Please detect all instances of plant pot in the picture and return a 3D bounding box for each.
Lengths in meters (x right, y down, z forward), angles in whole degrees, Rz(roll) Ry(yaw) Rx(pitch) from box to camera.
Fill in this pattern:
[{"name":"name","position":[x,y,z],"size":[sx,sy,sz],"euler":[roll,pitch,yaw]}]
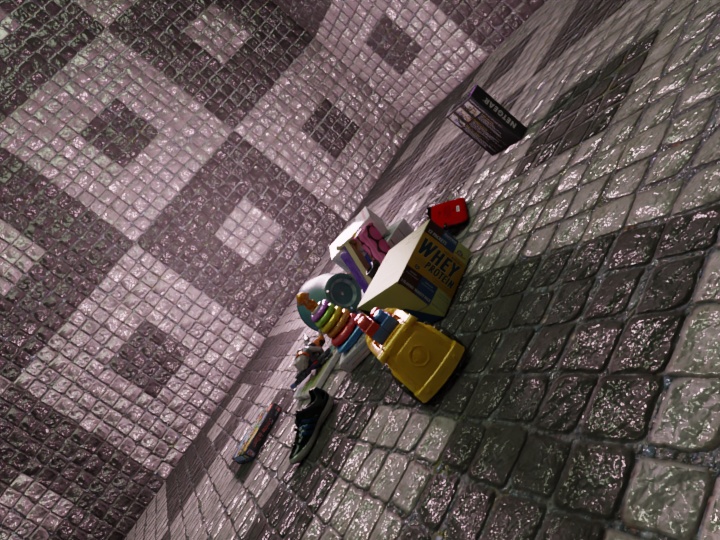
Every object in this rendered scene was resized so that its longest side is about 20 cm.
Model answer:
[{"name":"plant pot","position":[-0.092,0.094,1.767],"size":[0.200,0.200,0.188],"euler":[-58,12,-28]}]

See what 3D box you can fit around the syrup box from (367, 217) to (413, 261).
[{"name":"syrup box","position":[0.108,-0.086,1.756],"size":[0.079,0.082,0.200],"euler":[-29,16,38]}]

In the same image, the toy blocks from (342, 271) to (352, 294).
[{"name":"toy blocks","position":[-0.052,0.052,2.086],"size":[0.137,0.100,0.200],"euler":[-59,5,33]}]

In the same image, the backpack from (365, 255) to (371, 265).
[{"name":"backpack","position":[0.030,-0.083,1.976],"size":[0.168,0.163,0.200],"euler":[-35,3,11]}]

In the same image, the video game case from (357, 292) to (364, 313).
[{"name":"video game case","position":[0.063,0.042,1.769],"size":[0.200,0.024,0.182],"euler":[-49,11,18]}]

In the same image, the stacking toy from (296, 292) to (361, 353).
[{"name":"stacking toy","position":[-0.096,0.126,1.449],"size":[0.116,0.200,0.110],"euler":[-53,11,5]}]

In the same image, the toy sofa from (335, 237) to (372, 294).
[{"name":"toy sofa","position":[0.000,0.000,1.659],"size":[0.097,0.200,0.083],"euler":[-37,-14,22]}]

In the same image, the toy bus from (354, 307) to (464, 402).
[{"name":"toy bus","position":[0.072,0.133,0.993],"size":[0.136,0.192,0.200],"euler":[-54,9,-3]}]

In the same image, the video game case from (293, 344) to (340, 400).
[{"name":"video game case","position":[-0.130,0.321,1.680],"size":[0.200,0.023,0.182],"euler":[-57,11,-28]}]

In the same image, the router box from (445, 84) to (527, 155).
[{"name":"router box","position":[0.372,-0.442,1.562],"size":[0.051,0.200,0.149],"euler":[-58,13,-17]}]

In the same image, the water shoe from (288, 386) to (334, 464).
[{"name":"water shoe","position":[-0.145,0.395,1.347],"size":[0.071,0.079,0.200],"euler":[-37,19,55]}]

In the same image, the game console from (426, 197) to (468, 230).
[{"name":"game console","position":[0.241,-0.111,1.533],"size":[0.172,0.119,0.200],"euler":[-16,23,15]}]

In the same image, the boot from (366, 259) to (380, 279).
[{"name":"boot","position":[0.072,0.040,1.446],"size":[0.070,0.132,0.200],"euler":[-50,11,4]}]

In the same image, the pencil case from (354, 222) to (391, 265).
[{"name":"pencil case","position":[0.060,-0.051,1.612],"size":[0.091,0.200,0.094],"euler":[-40,-6,29]}]

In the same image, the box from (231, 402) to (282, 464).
[{"name":"box","position":[-0.357,0.562,1.809],"size":[0.137,0.038,0.200],"euler":[-40,17,50]}]

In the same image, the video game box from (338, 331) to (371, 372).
[{"name":"video game box","position":[0.021,0.167,1.482],"size":[0.182,0.047,0.200],"euler":[-50,11,24]}]

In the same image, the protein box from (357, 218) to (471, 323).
[{"name":"protein box","position":[0.128,0.024,1.251],"size":[0.198,0.135,0.200],"euler":[-38,18,55]}]

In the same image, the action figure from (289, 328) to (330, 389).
[{"name":"action figure","position":[-0.181,0.283,1.699],"size":[0.200,0.105,0.193],"euler":[-47,2,14]}]

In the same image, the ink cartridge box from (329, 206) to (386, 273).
[{"name":"ink cartridge box","position":[-0.011,-0.107,1.794],"size":[0.200,0.086,0.148],"euler":[-49,17,12]}]
